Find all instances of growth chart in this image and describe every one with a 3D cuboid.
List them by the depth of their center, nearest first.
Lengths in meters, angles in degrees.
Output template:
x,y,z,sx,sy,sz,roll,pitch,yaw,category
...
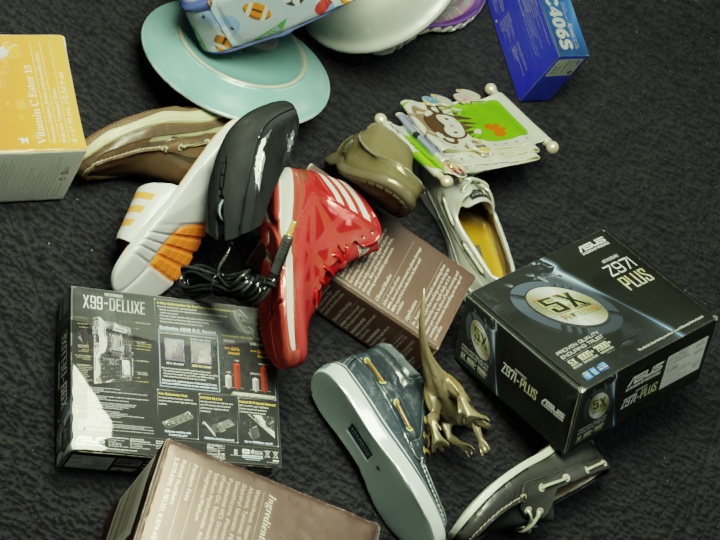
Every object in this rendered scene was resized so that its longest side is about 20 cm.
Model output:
x,y,z,sx,sy,sz,roll,pitch,yaw,category
0.108,-0.144,1.869,0.199,0.018,0.145,-17,48,-41,growth chart

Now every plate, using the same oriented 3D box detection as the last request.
x,y,z,sx,sy,sz,roll,pitch,yaw,category
-0.120,-0.216,1.795,0.198,0.026,0.201,16,38,-13,plate

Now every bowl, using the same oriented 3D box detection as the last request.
x,y,z,sx,sy,sz,roll,pitch,yaw,category
0.004,-0.330,1.846,0.090,0.199,0.203,44,39,-53,bowl

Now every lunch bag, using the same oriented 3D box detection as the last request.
x,y,z,sx,sy,sz,roll,pitch,yaw,category
-0.082,-0.296,1.753,0.161,0.198,0.076,-83,152,-49,lunch bag

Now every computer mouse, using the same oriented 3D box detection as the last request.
x,y,z,sx,sy,sz,roll,pitch,yaw,category
-0.099,-0.065,1.619,0.046,0.140,0.202,29,81,-37,computer mouse

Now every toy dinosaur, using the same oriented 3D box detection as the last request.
x,y,z,sx,sy,sz,roll,pitch,yaw,category
0.076,0.115,1.682,0.058,0.201,0.102,-24,47,4,toy dinosaur

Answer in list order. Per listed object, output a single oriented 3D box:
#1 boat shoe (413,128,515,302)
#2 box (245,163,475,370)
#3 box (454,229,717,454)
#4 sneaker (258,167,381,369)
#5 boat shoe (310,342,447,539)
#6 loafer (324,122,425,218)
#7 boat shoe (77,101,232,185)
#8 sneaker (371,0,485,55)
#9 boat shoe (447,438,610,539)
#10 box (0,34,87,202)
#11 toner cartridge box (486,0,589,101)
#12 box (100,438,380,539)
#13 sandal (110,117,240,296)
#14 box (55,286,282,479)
x,y,z,sx,sy,sz,roll,pitch,yaw,category
0.110,-0.064,1.837,0.070,0.070,0.202,-4,66,-27,boat shoe
0.000,0.000,1.751,0.199,0.075,0.101,36,56,-7,box
0.222,0.065,1.777,0.199,0.087,0.164,-23,49,-33,box
-0.031,-0.004,1.652,0.114,0.078,0.202,6,67,-18,sneaker
0.042,0.161,1.686,0.090,0.071,0.201,-24,77,-35,boat shoe
0.017,-0.104,1.740,0.076,0.200,0.068,37,89,-21,loafer
-0.178,-0.113,1.725,0.201,0.075,0.075,-20,80,-33,boat shoe
0.078,-0.301,1.938,0.199,0.089,0.081,-30,78,-35,sneaker
0.163,0.214,1.718,0.199,0.074,0.060,-29,74,-43,boat shoe
-0.362,-0.136,1.632,0.198,0.098,0.126,-4,66,-27,box
0.184,-0.296,1.982,0.043,0.095,0.202,-4,66,-28,toner cartridge box
-0.117,0.271,1.492,0.198,0.166,0.165,23,55,-12,box
-0.175,-0.061,1.692,0.059,0.079,0.207,25,69,30,sandal
-0.173,0.104,1.625,0.198,0.050,0.159,7,61,-23,box
